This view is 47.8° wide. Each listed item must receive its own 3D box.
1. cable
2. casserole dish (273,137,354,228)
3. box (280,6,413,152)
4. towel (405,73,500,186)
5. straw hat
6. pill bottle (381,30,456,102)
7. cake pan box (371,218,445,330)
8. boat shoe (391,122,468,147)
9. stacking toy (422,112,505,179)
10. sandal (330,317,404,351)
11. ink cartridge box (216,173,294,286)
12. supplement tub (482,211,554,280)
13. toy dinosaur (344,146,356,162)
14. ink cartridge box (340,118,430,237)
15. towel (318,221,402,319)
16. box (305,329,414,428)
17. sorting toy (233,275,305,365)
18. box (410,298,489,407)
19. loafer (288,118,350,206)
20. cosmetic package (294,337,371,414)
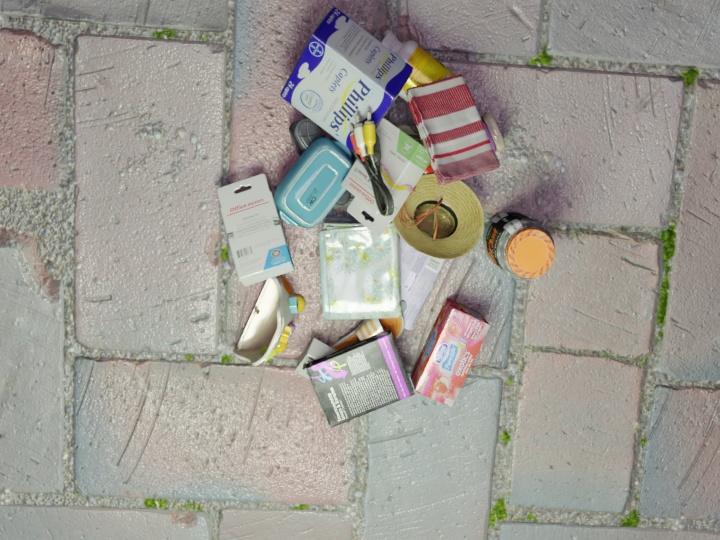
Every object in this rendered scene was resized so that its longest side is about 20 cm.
[{"bbox_3d":[0.014,-0.197,1.565,0.049,0.097,0.205,-2,78,-30],"label":"cable"},{"bbox_3d":[-0.089,-0.173,1.656,0.120,0.039,0.201,37,96,-20],"label":"casserole dish"},{"bbox_3d":[-0.030,-0.371,1.601,0.198,0.184,0.106,35,52,-7],"label":"box"},{"bbox_3d":[0.180,-0.276,1.580,0.142,0.023,0.204,-19,84,-24],"label":"towel"},{"bbox_3d":[0.152,-0.099,1.691,0.196,0.085,0.205,4,68,-9],"label":"straw hat"},{"bbox_3d":[0.115,-0.394,1.652,0.199,0.104,0.105,37,97,-9],"label":"pill bottle"},{"bbox_3d":[0.071,0.000,1.750,0.181,0.052,0.203,25,98,-9],"label":"cake pan box"},{"bbox_3d":[0.137,-0.250,1.663,0.197,0.074,0.075,17,96,33],"label":"boat shoe"},{"bbox_3d":[0.200,-0.248,1.704,0.197,0.085,0.087,-27,101,9],"label":"stacking toy"},{"bbox_3d":[0.011,0.160,1.746,0.205,0.060,0.079,-37,107,22],"label":"sandal"},{"bbox_3d":[-0.218,-0.085,1.689,0.113,0.067,0.204,-17,75,1],"label":"ink cartridge box"},{"bbox_3d":[0.328,-0.051,1.677,0.120,0.200,0.126,0,100,-3],"label":"supplement tub"},{"bbox_3d":[0.010,-0.230,1.700,0.087,0.047,0.203,-31,107,-9],"label":"toy dinosaur"},{"bbox_3d":[0.042,-0.183,1.621,0.117,0.067,0.202,39,101,32],"label":"ink cartridge box"},{"bbox_3d":[0.000,0.000,1.694,0.167,0.048,0.205,-2,95,11],"label":"towel"},{"bbox_3d":[-0.001,0.228,1.708,0.196,0.036,0.146,-22,102,1],"label":"box"},{"bbox_3d":[-0.186,0.120,1.692,0.105,0.180,0.203,24,99,-7],"label":"sorting toy"},{"bbox_3d":[0.192,0.177,1.763,0.094,0.100,0.203,23,99,-7],"label":"box"},{"bbox_3d":[-0.085,-0.227,1.702,0.072,0.063,0.202,-39,114,-22],"label":"loafer"},{"bbox_3d":[-0.039,0.233,1.767,0.198,0.051,0.083,30,138,-7],"label":"cosmetic package"}]
